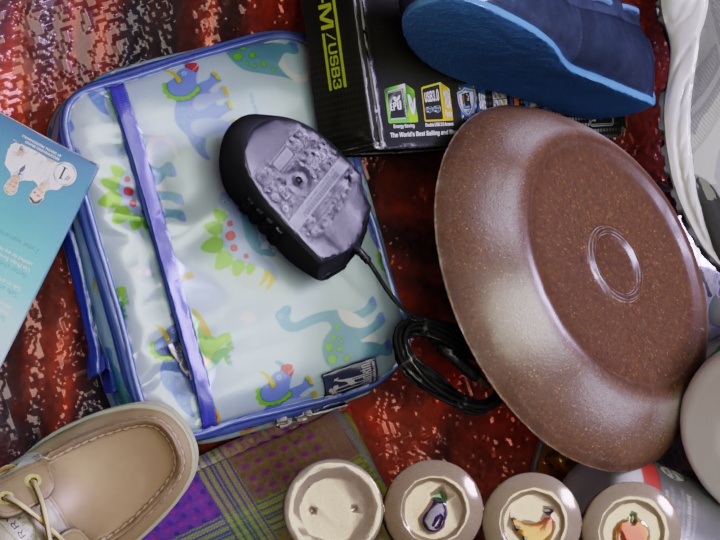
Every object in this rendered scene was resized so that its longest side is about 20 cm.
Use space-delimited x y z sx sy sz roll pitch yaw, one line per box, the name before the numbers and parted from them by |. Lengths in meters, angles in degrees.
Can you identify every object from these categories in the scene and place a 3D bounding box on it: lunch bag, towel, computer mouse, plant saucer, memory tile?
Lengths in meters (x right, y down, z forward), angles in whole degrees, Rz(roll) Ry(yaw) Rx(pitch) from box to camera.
lunch bag | -0.073 -0.014 1.544 0.161 0.082 0.200 -14 88 -16
towel | -0.059 0.159 1.531 0.200 0.023 0.144 -25 63 -20
computer mouse | 0.000 0.000 1.510 0.200 0.034 0.059 49 56 -12
plant saucer | 0.118 0.002 1.527 0.200 0.037 0.201 27 50 -38
memory tile | 0.057 0.172 1.483 0.200 0.017 0.154 5 88 -1

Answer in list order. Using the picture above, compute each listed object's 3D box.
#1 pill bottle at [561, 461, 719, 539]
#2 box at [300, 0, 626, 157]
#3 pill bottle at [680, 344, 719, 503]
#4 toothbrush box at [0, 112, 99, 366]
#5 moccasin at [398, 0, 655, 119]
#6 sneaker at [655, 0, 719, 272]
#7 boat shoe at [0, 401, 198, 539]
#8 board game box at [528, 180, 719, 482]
pill bottle | 0.194 0.178 1.574 0.200 0.116 0.116 22 78 -16
box | 0.050 -0.159 1.575 0.200 0.047 0.193 -4 88 -45
pill bottle | 0.257 0.045 1.567 0.113 0.113 0.200 56 42 -6
toothbrush box | -0.218 0.026 1.457 0.085 0.146 0.200 27 78 -13
moccasin | 0.081 -0.130 1.528 0.200 0.080 0.068 22 64 -56
sneaker | 0.201 -0.096 1.600 0.079 0.074 0.200 -2 88 16
boat shoe | -0.169 0.133 1.473 0.200 0.066 0.074 -33 94 3
board game box | 0.207 0.069 1.655 0.200 0.026 0.200 20 79 -15
